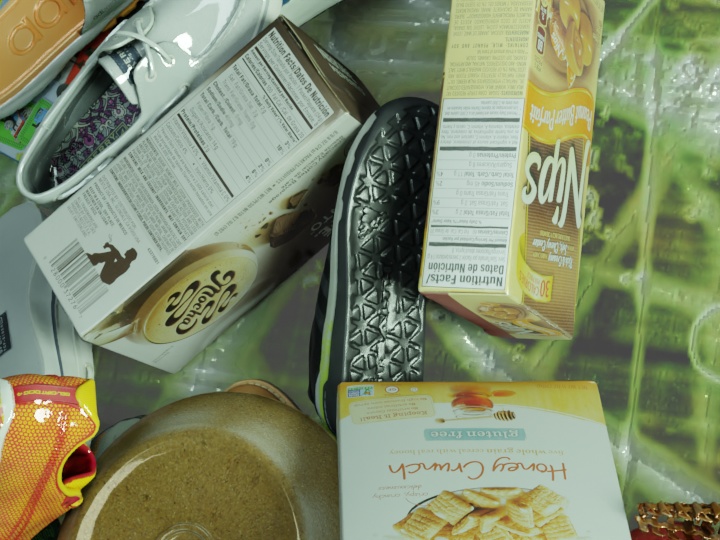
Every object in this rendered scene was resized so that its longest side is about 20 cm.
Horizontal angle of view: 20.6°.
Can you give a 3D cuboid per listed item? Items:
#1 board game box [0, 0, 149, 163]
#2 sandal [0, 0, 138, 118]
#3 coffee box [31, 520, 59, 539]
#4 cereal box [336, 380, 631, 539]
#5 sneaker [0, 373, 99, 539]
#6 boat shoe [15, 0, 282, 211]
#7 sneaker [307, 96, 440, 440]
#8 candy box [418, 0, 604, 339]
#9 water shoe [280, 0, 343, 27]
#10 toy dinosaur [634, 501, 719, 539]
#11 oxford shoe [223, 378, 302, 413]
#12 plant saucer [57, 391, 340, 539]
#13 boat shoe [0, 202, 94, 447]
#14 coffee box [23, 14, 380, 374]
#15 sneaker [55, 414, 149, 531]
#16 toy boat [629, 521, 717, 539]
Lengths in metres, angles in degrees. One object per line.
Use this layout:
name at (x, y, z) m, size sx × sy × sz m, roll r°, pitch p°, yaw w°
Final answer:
board game box at (-0.208, -0.149, 1.272) m, size 0.199 × 0.037 × 0.152 m, roll 27°, pitch 89°, yaw 27°
sandal at (-0.183, -0.177, 1.215) m, size 0.207 × 0.059 × 0.079 m, roll -48°, pitch 65°, yaw 4°
coffee box at (-0.253, 0.113, 1.222) m, size 0.123 × 0.044 × 0.201 m, roll -34°, pitch 66°, yaw 14°
cereal box at (0.060, 0.126, 0.987) m, size 0.142 × 0.040 × 0.201 m, roll 0°, pitch 31°, yaw -3°
sneaker at (-0.188, 0.126, 1.090) m, size 0.200 × 0.077 × 0.073 m, roll 124°, pitch 143°, yaw -51°
boat shoe at (-0.125, -0.112, 1.134) m, size 0.200 × 0.068 × 0.072 m, roll -42°, pitch 74°, yaw 17°
sneaker at (0.000, 0.000, 1.111) m, size 0.083 × 0.071 × 0.202 m, roll 18°, pitch 97°, yaw 65°
candy box at (0.085, -0.072, 1.081) m, size 0.055 × 0.115 × 0.202 m, roll 1°, pitch 77°, yaw 24°
water shoe at (-0.059, -0.180, 1.184) m, size 0.199 × 0.072 × 0.079 m, roll -30°, pitch 105°, yaw 6°
toy dinosaur at (0.233, 0.157, 0.952) m, size 0.198 × 0.136 × 0.103 m, roll 0°, pitch 118°, yaw 15°
oxford shoe at (-0.047, 0.149, 1.110) m, size 0.071 × 0.071 × 0.201 m, roll -25°, pitch 67°, yaw 18°
plant saucer at (-0.088, 0.159, 1.065) m, size 0.199 × 0.035 × 0.202 m, roll -7°, pitch 70°, yaw 21°
boat shoe at (-0.193, 0.040, 1.192) m, size 0.072 × 0.066 × 0.201 m, roll -36°, pitch 38°, yaw 11°
coffee box at (-0.078, -0.040, 1.147) m, size 0.200 × 0.113 × 0.080 m, roll -40°, pitch 65°, yaw 9°
sneaker at (-0.109, 0.172, 1.122) m, size 0.079 × 0.074 × 0.201 m, roll -41°, pitch 64°, yaw 23°
toy boat at (0.122, 0.217, 0.984) m, size 0.200 × 0.131 × 0.131 m, roll -44°, pitch 64°, yaw 7°
